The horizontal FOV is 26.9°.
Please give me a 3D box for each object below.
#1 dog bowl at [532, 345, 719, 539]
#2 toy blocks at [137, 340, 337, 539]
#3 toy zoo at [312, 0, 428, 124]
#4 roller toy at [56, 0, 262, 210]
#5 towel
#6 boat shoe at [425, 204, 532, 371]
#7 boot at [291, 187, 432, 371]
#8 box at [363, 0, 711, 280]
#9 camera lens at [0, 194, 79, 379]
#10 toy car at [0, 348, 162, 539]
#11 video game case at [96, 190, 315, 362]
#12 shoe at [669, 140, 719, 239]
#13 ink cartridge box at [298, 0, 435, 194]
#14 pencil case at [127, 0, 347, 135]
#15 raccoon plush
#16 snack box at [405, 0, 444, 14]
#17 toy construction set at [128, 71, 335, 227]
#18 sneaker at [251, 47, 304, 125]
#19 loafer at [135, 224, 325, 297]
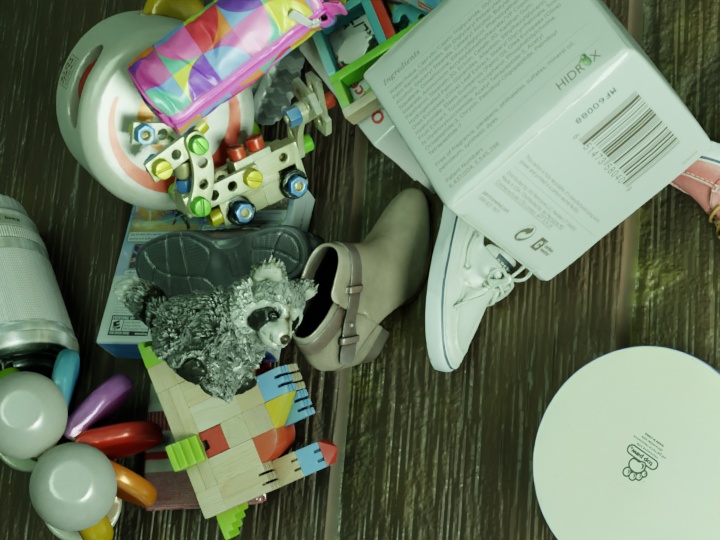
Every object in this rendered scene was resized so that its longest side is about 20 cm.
[{"bbox_3d":[0.249,0.169,1.283,0.198,0.079,0.203,-8,72,24],"label":"dog bowl"},{"bbox_3d":[-0.108,0.134,1.414,0.135,0.100,0.202,-25,83,17],"label":"toy blocks"},{"bbox_3d":[0.010,-0.250,1.386,0.130,0.020,0.202,-29,63,17],"label":"toy zoo"},{"bbox_3d":[-0.210,-0.166,1.511,0.181,0.202,0.140,-27,26,-15],"label":"roller toy"},{"bbox_3d":[-0.155,0.140,1.523,0.142,0.023,0.203,-7,71,26],"label":"towel"},{"bbox_3d":[0.117,-0.002,1.407,0.085,0.075,0.205,3,67,23],"label":"boat shoe"},{"bbox_3d":[0.000,0.000,1.414,0.069,0.146,0.203,12,81,28],"label":"boot"},{"bbox_3d":[0.152,-0.138,1.286,0.199,0.198,0.172,-39,56,14],"label":"box"},{"bbox_3d":[-0.395,0.041,1.588,0.159,0.160,0.202,-31,64,15],"label":"camera lens"},{"bbox_3d":[-0.277,0.166,1.489,0.149,0.175,0.201,-35,82,-14],"label":"toy car"},{"bbox_3d":[-0.157,0.000,1.533,0.197,0.045,0.184,0,65,26],"label":"video game case"},{"bbox_3d":[0.329,-0.046,1.309,0.198,0.071,0.092,23,80,25],"label":"shoe"},{"bbox_3d":[0.076,-0.208,1.437,0.200,0.146,0.147,-42,62,9],"label":"ink cartridge box"},{"bbox_3d":[-0.114,-0.207,1.361,0.199,0.088,0.089,-35,63,3],"label":"pencil case"},{"bbox_3d":[-0.135,0.019,1.346,0.199,0.097,0.135,38,97,23],"label":"raccoon plush"},{"bbox_3d":[0.086,-0.322,1.356,0.115,0.037,0.200,31,64,20],"label":"snack box"},{"bbox_3d":[-0.113,-0.116,1.447,0.198,0.133,0.092,-21,25,-6],"label":"toy construction set"},{"bbox_3d":[-0.087,-0.258,1.571,0.081,0.075,0.202,28,89,28],"label":"sneaker"},{"bbox_3d":[-0.125,-0.009,1.469,0.198,0.063,0.073,-5,94,28],"label":"loafer"}]
